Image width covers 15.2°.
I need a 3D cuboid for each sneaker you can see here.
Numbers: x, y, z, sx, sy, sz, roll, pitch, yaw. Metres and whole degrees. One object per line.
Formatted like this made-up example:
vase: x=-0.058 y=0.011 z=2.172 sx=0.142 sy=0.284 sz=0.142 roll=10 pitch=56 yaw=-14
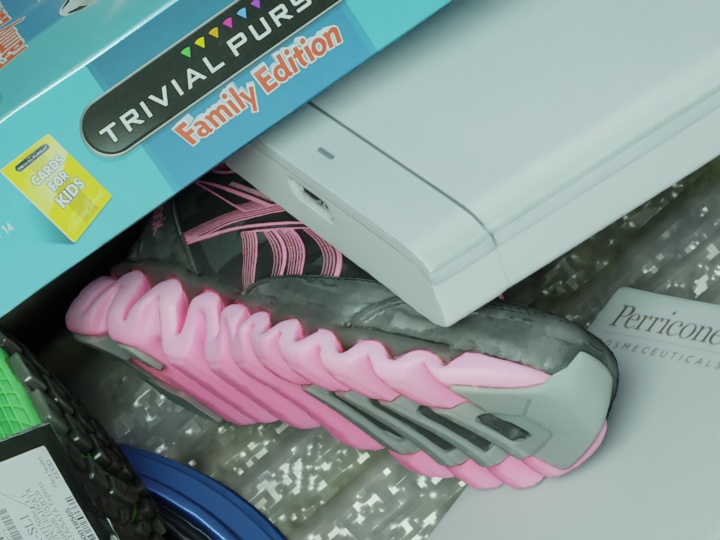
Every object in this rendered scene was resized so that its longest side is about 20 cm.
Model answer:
sneaker: x=0.000 y=0.000 z=0.760 sx=0.200 sy=0.079 sz=0.096 roll=12 pitch=67 yaw=47
sneaker: x=-0.132 y=0.051 z=0.775 sx=0.200 sy=0.078 sz=0.085 roll=26 pitch=71 yaw=43

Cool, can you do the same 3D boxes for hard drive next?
hard drive: x=0.069 y=-0.068 z=0.741 sx=0.200 sy=0.132 sz=0.027 roll=-31 pitch=124 yaw=-16

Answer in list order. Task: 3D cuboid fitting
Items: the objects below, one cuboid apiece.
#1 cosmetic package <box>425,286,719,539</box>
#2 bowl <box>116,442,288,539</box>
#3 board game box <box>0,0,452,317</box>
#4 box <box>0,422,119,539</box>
cosmetic package: x=0.062 y=0.104 z=0.718 sx=0.200 sy=0.101 sz=0.071 roll=-51 pitch=122 yaw=-20
bowl: x=-0.097 y=0.149 z=0.809 sx=0.200 sy=0.039 sz=0.201 roll=-1 pitch=84 yaw=9
board game box: x=-0.051 y=-0.076 z=0.759 sx=0.200 sy=0.151 sz=0.047 roll=-35 pitch=112 yaw=-3
box: x=-0.106 y=0.157 z=0.712 sx=0.200 sy=0.049 sz=0.160 roll=-40 pitch=79 yaw=41
